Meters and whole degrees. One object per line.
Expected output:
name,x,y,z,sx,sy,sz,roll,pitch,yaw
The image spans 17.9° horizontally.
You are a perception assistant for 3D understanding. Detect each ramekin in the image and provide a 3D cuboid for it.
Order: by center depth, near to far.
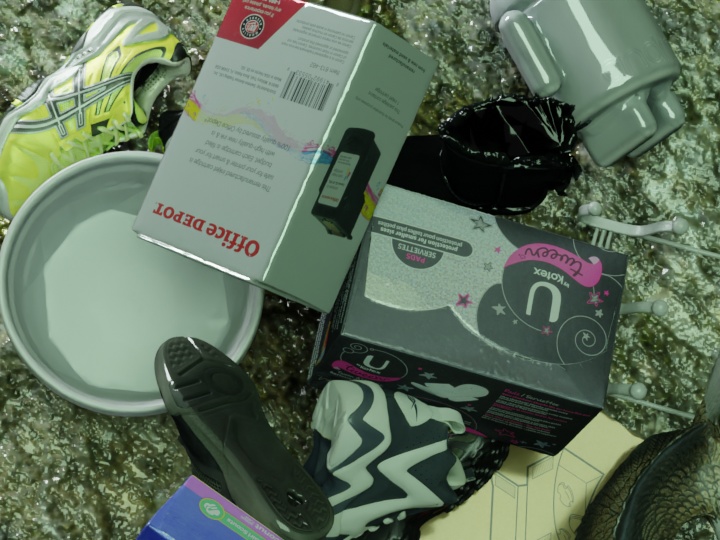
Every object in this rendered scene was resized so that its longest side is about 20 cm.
ramekin,-0.174,0.016,1.747,0.200,0.105,0.201,1,80,-5

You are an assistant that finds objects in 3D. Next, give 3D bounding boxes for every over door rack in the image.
over door rack,0.251,0.042,1.787,0.200,0.067,0.148,18,77,-7

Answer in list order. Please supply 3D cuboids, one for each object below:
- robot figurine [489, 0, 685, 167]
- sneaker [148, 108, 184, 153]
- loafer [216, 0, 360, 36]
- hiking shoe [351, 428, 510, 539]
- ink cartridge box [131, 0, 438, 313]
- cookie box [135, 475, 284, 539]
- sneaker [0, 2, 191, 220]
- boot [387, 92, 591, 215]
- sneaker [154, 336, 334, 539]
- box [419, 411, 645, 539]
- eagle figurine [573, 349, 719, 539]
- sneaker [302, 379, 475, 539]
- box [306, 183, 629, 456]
robot figurine,0.176,-0.183,1.806,0.169,0.113,0.200,-19,77,-50
sneaker,-0.078,-0.141,1.800,0.200,0.072,0.083,-32,59,-21
loafer,-0.056,-0.200,1.772,0.076,0.068,0.200,-1,39,22
hiking shoe,0.035,0.144,1.748,0.200,0.076,0.101,-45,67,-5
ink cartridge box,-0.056,-0.087,1.634,0.146,0.083,0.200,22,87,41
cookie box,-0.106,0.268,1.581,0.171,0.075,0.200,36,123,2
sneaker,-0.212,-0.119,1.773,0.076,0.075,0.200,31,79,30
boot,0.070,-0.085,1.756,0.198,0.162,0.074,0,78,-5
sneaker,-0.102,0.145,1.643,0.076,0.114,0.200,-11,55,-42
box,0.141,0.196,1.782,0.163,0.021,0.200,33,79,3
eagle figurine,0.239,0.169,1.694,0.200,0.152,0.151,-23,39,-7
sneaker,0.015,0.166,1.675,0.129,0.080,0.199,7,121,-19
box,0.079,0.035,1.672,0.200,0.115,0.132,17,65,-9
